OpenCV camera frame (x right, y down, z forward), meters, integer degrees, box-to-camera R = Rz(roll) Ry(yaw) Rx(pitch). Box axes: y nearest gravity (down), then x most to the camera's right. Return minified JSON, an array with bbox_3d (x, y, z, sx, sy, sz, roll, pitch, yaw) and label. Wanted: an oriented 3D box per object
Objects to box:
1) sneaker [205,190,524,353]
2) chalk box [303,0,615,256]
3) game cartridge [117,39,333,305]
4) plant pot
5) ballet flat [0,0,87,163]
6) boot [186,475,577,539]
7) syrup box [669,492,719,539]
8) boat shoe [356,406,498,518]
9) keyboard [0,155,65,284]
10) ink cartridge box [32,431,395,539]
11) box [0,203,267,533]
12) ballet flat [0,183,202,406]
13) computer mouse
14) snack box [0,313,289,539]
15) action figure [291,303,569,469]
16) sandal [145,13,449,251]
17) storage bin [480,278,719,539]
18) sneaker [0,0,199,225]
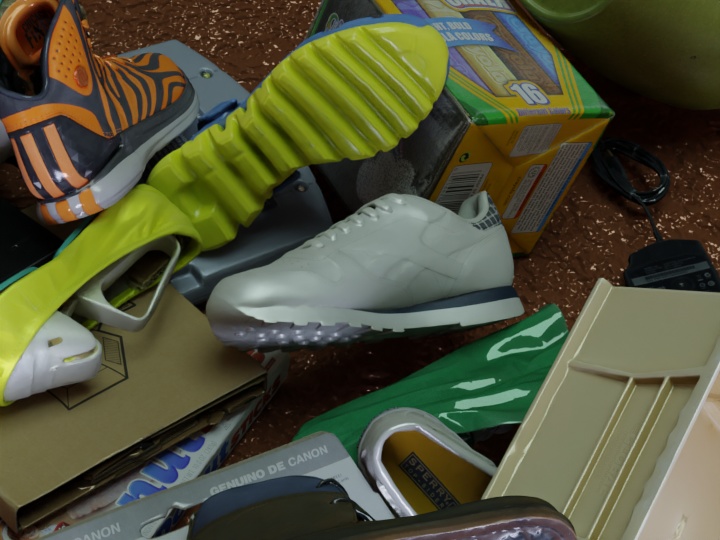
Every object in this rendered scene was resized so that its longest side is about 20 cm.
[{"bbox_3d":[0.000,0.000,0.911,0.199,0.076,0.081,-4,84,-36],"label":"sneaker"},{"bbox_3d":[0.039,-0.116,1.043,0.123,0.125,0.200,-5,48,-37],"label":"chalk box"},{"bbox_3d":[-0.110,-0.066,1.039,0.133,0.041,0.200,-23,56,-26],"label":"game cartridge"},{"bbox_3d":[0.185,-0.202,1.082,0.187,0.188,0.200,44,28,26],"label":"plant pot"},{"bbox_3d":[-0.212,-0.110,0.989,0.070,0.071,0.200,13,41,0],"label":"ballet flat"},{"bbox_3d":[-0.004,0.114,0.702,0.199,0.075,0.097,-21,34,17],"label":"boot"},{"bbox_3d":[0.188,0.099,0.920,0.081,0.079,0.200,41,52,22],"label":"syrup box"},{"bbox_3d":[0.079,0.145,0.820,0.071,0.070,0.200,-44,89,-3],"label":"boat shoe"},{"bbox_3d":[-0.245,-0.045,0.975,0.200,0.021,0.127,32,51,31],"label":"keyboard"},{"bbox_3d":[-0.059,0.191,0.773,0.199,0.084,0.176,-17,54,-27],"label":"ink cartridge box"},{"bbox_3d":[-0.176,0.043,0.908,0.163,0.021,0.200,-28,50,-31],"label":"box"},{"bbox_3d":[-0.153,0.021,0.872,0.067,0.067,0.200,33,46,10],"label":"ballet flat"},{"bbox_3d":[0.191,-0.018,1.070,0.058,0.034,0.200,-12,44,-1],"label":"computer mouse"},{"bbox_3d":[-0.117,0.100,0.887,0.072,0.024,0.200,24,47,14],"label":"snack box"},{"bbox_3d":[0.035,0.086,0.900,0.199,0.055,0.118,-20,21,-9],"label":"action figure"},{"bbox_3d":[-0.037,-0.091,0.957,0.199,0.080,0.087,-26,19,19],"label":"sandal"},{"bbox_3d":[0.153,0.139,0.756,0.094,0.200,0.199,6,58,48],"label":"storage bin"},{"bbox_3d":[-0.155,-0.115,0.942,0.077,0.112,0.200,-18,22,13],"label":"sneaker"}]
